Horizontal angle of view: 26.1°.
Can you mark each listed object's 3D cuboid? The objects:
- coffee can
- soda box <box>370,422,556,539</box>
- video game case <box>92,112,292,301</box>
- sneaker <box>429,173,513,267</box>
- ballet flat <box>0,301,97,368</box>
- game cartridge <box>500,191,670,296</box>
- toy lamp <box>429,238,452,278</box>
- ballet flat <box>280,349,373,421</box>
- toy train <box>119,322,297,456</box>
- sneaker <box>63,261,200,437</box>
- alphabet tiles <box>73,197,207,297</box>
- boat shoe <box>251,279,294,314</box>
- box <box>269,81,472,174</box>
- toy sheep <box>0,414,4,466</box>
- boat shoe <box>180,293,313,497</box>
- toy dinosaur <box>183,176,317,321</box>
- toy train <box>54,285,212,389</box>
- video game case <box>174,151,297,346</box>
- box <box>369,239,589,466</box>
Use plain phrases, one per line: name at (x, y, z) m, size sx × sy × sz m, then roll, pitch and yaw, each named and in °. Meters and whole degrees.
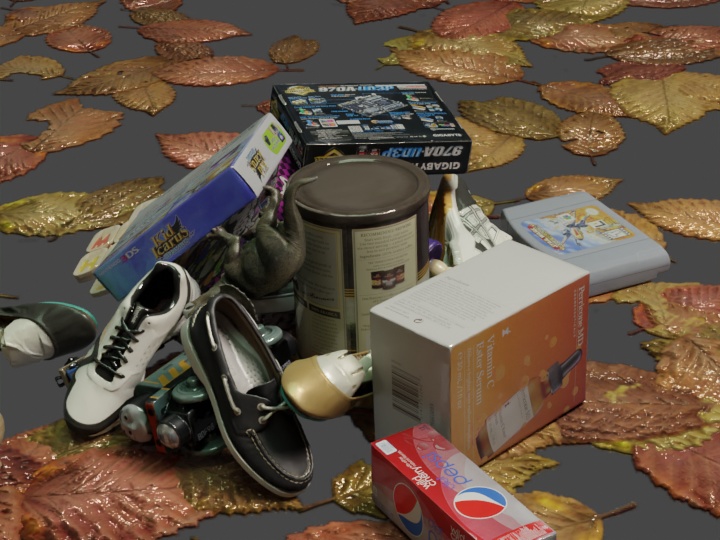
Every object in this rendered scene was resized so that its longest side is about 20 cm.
coffee can at (0.000, 0.000, 1.605) m, size 0.146 × 0.200 × 0.146 m, roll -1°, pitch 28°, yaw 1°
soda box at (0.085, 0.213, 1.339) m, size 0.063 × 0.070 × 0.200 m, roll -17°, pitch 31°, yaw -26°
video game case at (-0.175, -0.069, 1.645) m, size 0.200 × 0.045 × 0.181 m, roll -35°, pitch 13°, yaw 21°
sneaker at (0.132, -0.033, 1.790) m, size 0.088 × 0.076 × 0.200 m, roll 5°, pitch 44°, yaw -12°
ballet flat at (-0.373, 0.071, 1.654) m, size 0.200 × 0.068 × 0.068 m, roll 2°, pitch 37°, yaw 30°
game cartridge at (0.254, -0.034, 1.825) m, size 0.133 × 0.042 × 0.200 m, roll -10°, pitch 29°, yaw -23°
toy lamp at (0.117, 0.017, 1.665) m, size 0.200 × 0.058 × 0.058 m, roll 27°, pitch 38°, yaw 20°
ballet flat at (-0.017, 0.099, 1.479) m, size 0.069 × 0.063 × 0.200 m, roll 50°, pitch 14°, yaw 12°
toy train at (-0.149, 0.115, 1.539) m, size 0.114 × 0.085 × 0.200 m, roll 3°, pitch 28°, yaw 36°
sneaker at (-0.234, 0.072, 1.541) m, size 0.074 × 0.080 × 0.200 m, roll 27°, pitch 72°, yaw 10°
alphabet tiles at (-0.241, -0.043, 1.807) m, size 0.200 × 0.015 × 0.196 m, roll -18°, pitch 29°, yaw 24°
boat shoe at (-0.051, 0.005, 1.719) m, size 0.200 × 0.066 × 0.070 m, roll -11°, pitch 2°, yaw -19°
box at (0.010, -0.164, 1.784) m, size 0.200 × 0.046 × 0.159 m, roll -3°, pitch 32°, yaw -18°
toy sheep at (-0.414, 0.176, 1.392) m, size 0.200 × 0.138 × 0.138 m, roll -27°, pitch 34°, yaw -12°
boat shoe at (-0.097, 0.114, 1.442) m, size 0.074 × 0.060 × 0.200 m, roll -14°, pitch 69°, yaw -41°
toy dinosaur at (-0.091, -0.016, 1.529) m, size 0.077 × 0.200 × 0.102 m, roll 14°, pitch 45°, yaw -53°
toy train at (-0.223, 0.074, 1.607) m, size 0.200 × 0.034 × 0.046 m, roll -27°, pitch 22°, yaw -6°
video game case at (-0.137, -0.029, 1.720) m, size 0.036 × 0.181 × 0.200 m, roll 37°, pitch 24°, yaw -17°
box at (0.117, 0.083, 1.493) m, size 0.200 × 0.152 × 0.106 m, roll -26°, pitch 35°, yaw -36°
